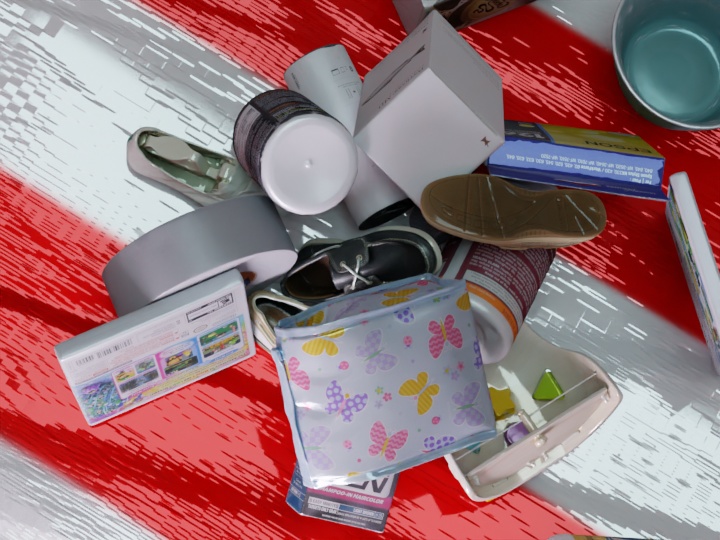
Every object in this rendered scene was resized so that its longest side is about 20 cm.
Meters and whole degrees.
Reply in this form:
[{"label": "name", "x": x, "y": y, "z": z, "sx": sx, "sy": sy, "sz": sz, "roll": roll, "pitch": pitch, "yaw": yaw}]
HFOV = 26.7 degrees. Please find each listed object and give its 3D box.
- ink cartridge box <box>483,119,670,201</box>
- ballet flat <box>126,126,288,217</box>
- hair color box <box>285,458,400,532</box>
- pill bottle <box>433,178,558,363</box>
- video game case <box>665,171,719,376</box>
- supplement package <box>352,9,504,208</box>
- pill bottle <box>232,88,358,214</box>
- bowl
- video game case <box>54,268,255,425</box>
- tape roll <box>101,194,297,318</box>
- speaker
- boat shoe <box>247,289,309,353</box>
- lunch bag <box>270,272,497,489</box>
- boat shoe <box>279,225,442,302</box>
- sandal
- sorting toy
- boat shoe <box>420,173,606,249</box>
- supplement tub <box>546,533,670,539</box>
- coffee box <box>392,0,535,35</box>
[{"label": "ink cartridge box", "x": 0.228, "y": -0.127, "z": 1.667, "sx": 0.195, "sy": 0.200, "sz": 0.048, "roll": 8, "pitch": 102, "yaw": -4}, {"label": "ballet flat", "x": -0.169, "y": -0.108, "z": 1.689, "sx": 0.198, "sy": 0.069, "sz": 0.070, "roll": 21, "pitch": 75, "yaw": 0}, {"label": "hair color box", "x": -0.002, "y": 0.164, "z": 1.602, "sx": 0.099, "sy": 0.060, "sz": 0.202, "roll": 15, "pitch": 90, "yaw": -19}, {"label": "pill bottle", "x": 0.146, "y": -0.008, "z": 1.650, "sx": 0.113, "sy": 0.114, "sz": 0.201, "roll": 29, "pitch": 58, "yaw": 2}, {"label": "video game case", "x": 0.372, "y": 0.008, "z": 1.652, "sx": 0.022, "sy": 0.182, "sz": 0.202, "roll": -17, "pitch": 78, "yaw": 7}, {"label": "supplement package", "x": 0.076, "y": -0.175, "z": 1.634, "sx": 0.117, "sy": 0.200, "sz": 0.117, "roll": -40, "pitch": 107, "yaw": 21}, {"label": "pill bottle", "x": -0.076, "y": -0.133, "z": 1.616, "sx": 0.105, "sy": 0.200, "sz": 0.107, "roll": -5, "pitch": 108, "yaw": -15}, {"label": "bowl", "x": 0.374, "y": -0.242, "z": 1.753, "sx": 0.198, "sy": 0.105, "sz": 0.203, "roll": 1, "pitch": 75, "yaw": -6}, {"label": "video game case", "x": -0.208, "y": 0.083, "z": 1.578, "sx": 0.198, "sy": 0.182, "sz": 0.024, "roll": -23, "pitch": 66, "yaw": -11}, {"label": "tape roll", "x": -0.168, "y": -0.004, "z": 1.593, "sx": 0.199, "sy": 0.200, "sz": 0.067, "roll": -23, "pitch": 79, "yaw": -11}, {"label": "speaker", "x": -0.010, "y": -0.148, "z": 1.706, "sx": 0.081, "sy": 0.081, "sz": 0.201, "roll": -25, "pitch": 80, "yaw": -11}, {"label": "boat shoe", "x": -0.044, "y": 0.090, "z": 1.649, "sx": 0.199, "sy": 0.068, "sz": 0.075, "roll": 30, "pitch": 75, "yaw": 2}, {"label": "lunch bag", "x": 0.015, "y": 0.107, "z": 1.507, "sx": 0.198, "sy": 0.127, "sz": 0.171, "roll": -18, "pitch": 100, "yaw": -21}, {"label": "boat shoe", "x": 0.000, "y": 0.000, "z": 1.620, "sx": 0.068, "sy": 0.199, "sz": 0.072, "roll": -42, "pitch": 117, "yaw": -45}, {"label": "sandal", "x": 0.101, "y": -0.085, "z": 1.663, "sx": 0.076, "sy": 0.201, "sz": 0.043, "roll": -27, "pitch": 115, "yaw": 25}, {"label": "sorting toy", "x": 0.149, "y": 0.133, "z": 1.648, "sx": 0.199, "sy": 0.107, "sz": 0.181, "roll": -29, "pitch": 67, "yaw": -13}, {"label": "boat shoe", "x": 0.152, "y": -0.051, "z": 1.572, "sx": 0.198, "sy": 0.065, "sz": 0.072, "roll": 7, "pitch": 69, "yaw": -13}, {"label": "supplement tub", "x": 0.256, "y": 0.349, "z": 1.574, "sx": 0.198, "sy": 0.145, "sz": 0.146, "roll": 4, "pitch": 76, "yaw": -5}, {"label": "coffee box", "x": 0.142, "y": -0.345, "z": 1.753, "sx": 0.198, "sy": 0.113, "sz": 0.080, "roll": -22, "pitch": 79, "yaw": -10}]
